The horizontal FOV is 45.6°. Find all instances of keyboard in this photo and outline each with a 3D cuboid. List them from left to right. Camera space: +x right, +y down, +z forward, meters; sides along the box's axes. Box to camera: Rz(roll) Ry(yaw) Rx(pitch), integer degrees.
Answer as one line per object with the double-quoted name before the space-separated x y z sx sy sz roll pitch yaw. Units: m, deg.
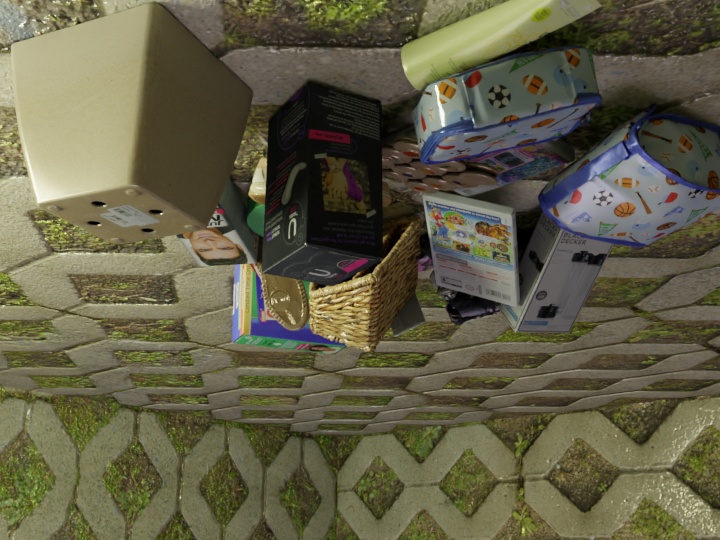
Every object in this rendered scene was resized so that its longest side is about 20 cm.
"keyboard" 0.066 0.049 1.428 0.055 0.201 0.011 -20 116 3

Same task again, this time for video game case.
"video game case" 0.172 -0.032 1.305 0.141 0.018 0.202 16 143 26
"video game case" 0.154 -0.158 1.126 0.180 0.024 0.198 -17 154 41

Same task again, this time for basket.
"basket" 0.000 0.000 1.345 0.141 0.200 0.151 17 130 19

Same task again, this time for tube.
"tube" 0.134 -0.237 0.851 0.197 0.058 0.052 -17 117 31

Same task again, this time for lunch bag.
"lunch bag" 0.158 -0.172 0.929 0.196 0.077 0.160 -11 172 -8
"lunch bag" 0.343 -0.116 1.071 0.197 0.126 0.170 1 156 -34

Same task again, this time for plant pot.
"plant pot" -0.253 -0.140 0.940 0.196 0.181 0.199 -7 161 22

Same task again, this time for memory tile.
"memory tile" 0.074 -0.132 1.109 0.151 0.017 0.199 17 173 -24

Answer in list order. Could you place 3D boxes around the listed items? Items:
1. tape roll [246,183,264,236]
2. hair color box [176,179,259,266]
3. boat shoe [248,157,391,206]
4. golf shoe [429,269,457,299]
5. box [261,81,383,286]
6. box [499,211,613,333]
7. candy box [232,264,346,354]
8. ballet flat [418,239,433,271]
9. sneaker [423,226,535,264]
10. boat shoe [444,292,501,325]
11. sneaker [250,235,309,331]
"tape roll" -0.072 -0.091 1.290 0.196 0.049 0.201 0 161 0
"hair color box" -0.225 -0.077 1.276 0.097 0.062 0.201 -3 154 10
"boat shoe" -0.053 -0.122 1.147 0.196 0.071 0.074 5 169 11
"golf shoe" 0.214 -0.022 1.482 0.197 0.080 0.097 -18 -166 12
"box" -0.045 -0.099 1.020 0.104 0.204 0.122 11 160 -29
"box" 0.312 0.002 1.356 0.115 0.060 0.203 4 123 -25
"candy box" -0.123 0.051 1.521 0.196 0.172 0.077 7 157 -21
"ballet flat" 0.041 -0.022 1.480 0.196 0.070 0.071 -11 146 17
"sneaker" 0.201 -0.050 1.379 0.196 0.067 0.091 5 137 3
"boat shoe" 0.191 0.045 1.545 0.091 0.076 0.200 -19 -173 -1
"sneaker" -0.134 0.014 1.407 0.070 0.202 0.113 -29 166 -1
